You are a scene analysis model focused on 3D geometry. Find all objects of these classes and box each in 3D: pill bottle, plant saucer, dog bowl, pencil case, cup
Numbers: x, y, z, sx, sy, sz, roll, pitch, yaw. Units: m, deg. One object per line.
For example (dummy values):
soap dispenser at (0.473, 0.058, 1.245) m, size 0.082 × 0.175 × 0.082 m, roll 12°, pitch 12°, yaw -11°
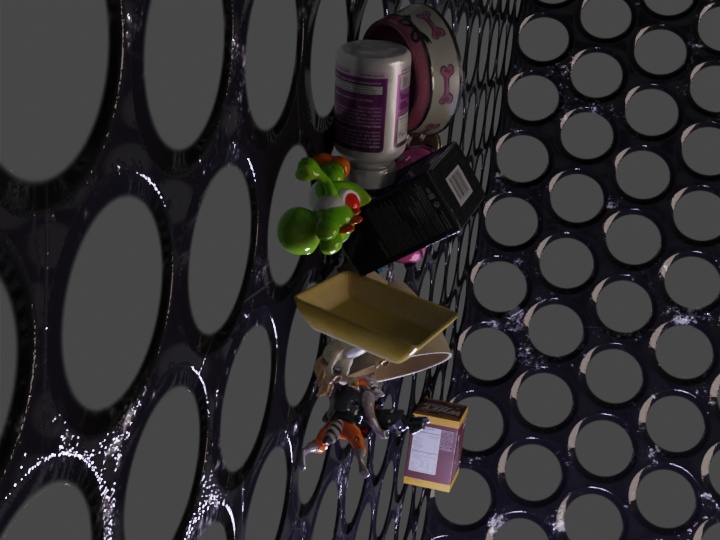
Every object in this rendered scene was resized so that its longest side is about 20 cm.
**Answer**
pill bottle at (0.015, -0.227, 1.520) m, size 0.112 × 0.111 × 0.202 m, roll -59°, pitch 155°, yaw -60°
plant saucer at (0.022, 0.072, 1.519) m, size 0.200 × 0.198 × 0.049 m, roll -26°, pitch 134°, yaw -65°
dog bowl at (0.069, -0.302, 1.581) m, size 0.073 × 0.200 × 0.202 m, roll -15°, pitch 123°, yaw -30°
pencil case at (0.081, -0.110, 1.754) m, size 0.093 × 0.091 × 0.202 m, roll -8°, pitch 119°, yaw -31°
cup at (0.044, 0.102, 1.780) m, size 0.200 × 0.198 × 0.145 m, roll 52°, pitch 23°, yaw -74°

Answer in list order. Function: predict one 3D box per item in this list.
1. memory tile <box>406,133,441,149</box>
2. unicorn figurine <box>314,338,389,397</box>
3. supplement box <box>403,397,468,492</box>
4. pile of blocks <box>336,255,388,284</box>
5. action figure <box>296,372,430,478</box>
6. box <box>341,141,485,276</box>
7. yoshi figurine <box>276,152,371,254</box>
memory tile at (0.101, -0.195, 1.899) m, size 0.153 × 0.017 × 0.202 m, roll -3°, pitch -94°, yaw 59°
unicorn figurine at (0.008, 0.113, 1.621) m, size 0.138 × 0.198 × 0.074 m, roll -107°, pitch 174°, yaw -62°
supplement box at (0.213, 0.484, 2.898) m, size 0.197 × 0.131 × 0.202 m, roll -22°, pitch 121°, yaw -76°
pile of blocks at (0.000, 0.000, 1.704) m, size 0.082 × 0.062 × 0.201 m, roll 38°, pitch 51°, yaw -23°
action figure at (0.002, 0.240, 1.664) m, size 0.194 × 0.198 × 0.105 m, roll -68°, pitch 142°, yaw -48°
box at (0.073, -0.095, 1.607) m, size 0.105 × 0.199 × 0.148 m, roll 58°, pitch 31°, yaw -11°
yoshi figurine at (-0.063, -0.081, 1.375) m, size 0.112 × 0.112 × 0.200 m, roll -43°, pitch -161°, yaw 20°
